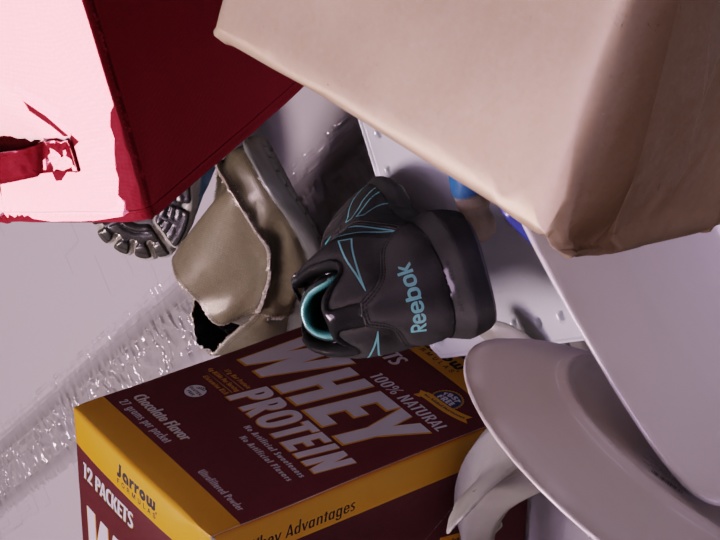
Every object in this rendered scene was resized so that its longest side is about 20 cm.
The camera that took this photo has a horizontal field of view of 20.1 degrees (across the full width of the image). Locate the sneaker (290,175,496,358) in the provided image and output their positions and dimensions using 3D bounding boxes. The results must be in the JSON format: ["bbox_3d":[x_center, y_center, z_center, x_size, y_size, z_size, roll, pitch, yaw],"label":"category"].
[{"bbox_3d":[0.000,0.000,0.975,0.200,0.079,0.076,-168,60,-77],"label":"sneaker"}]

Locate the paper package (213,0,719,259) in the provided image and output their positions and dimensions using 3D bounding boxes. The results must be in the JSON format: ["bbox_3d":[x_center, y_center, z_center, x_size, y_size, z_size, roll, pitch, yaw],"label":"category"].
[{"bbox_3d":[0.061,-0.136,0.703,0.191,0.103,0.200,34,116,37],"label":"paper package"}]

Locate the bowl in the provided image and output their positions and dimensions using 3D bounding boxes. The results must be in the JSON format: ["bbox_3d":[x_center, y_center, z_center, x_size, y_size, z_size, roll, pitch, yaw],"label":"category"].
[{"bbox_3d":[0.162,-0.038,0.740,0.200,0.075,0.200,-43,68,39],"label":"bowl"}]

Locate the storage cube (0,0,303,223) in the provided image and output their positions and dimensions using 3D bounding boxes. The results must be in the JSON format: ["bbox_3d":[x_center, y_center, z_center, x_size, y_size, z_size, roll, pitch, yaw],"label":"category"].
[{"bbox_3d":[-0.151,-0.140,0.993,0.171,0.200,0.180,-1,118,28],"label":"storage cube"}]

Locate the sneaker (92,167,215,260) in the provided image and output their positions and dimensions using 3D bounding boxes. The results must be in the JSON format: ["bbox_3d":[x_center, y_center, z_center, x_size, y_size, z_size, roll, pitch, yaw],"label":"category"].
[{"bbox_3d":[-0.108,-0.111,1.160,0.078,0.090,0.200,17,108,5],"label":"sneaker"}]

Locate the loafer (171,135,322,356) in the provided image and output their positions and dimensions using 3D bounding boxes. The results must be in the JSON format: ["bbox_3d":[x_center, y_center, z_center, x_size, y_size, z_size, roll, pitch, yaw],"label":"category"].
[{"bbox_3d":[-0.065,-0.001,1.121,0.075,0.070,0.200,61,165,25],"label":"loafer"}]

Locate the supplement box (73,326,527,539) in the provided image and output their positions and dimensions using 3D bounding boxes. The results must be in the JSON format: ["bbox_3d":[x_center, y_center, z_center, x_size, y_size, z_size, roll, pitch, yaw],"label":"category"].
[{"bbox_3d":[-0.030,0.153,1.071,0.133,0.197,0.200,35,134,44],"label":"supplement box"}]

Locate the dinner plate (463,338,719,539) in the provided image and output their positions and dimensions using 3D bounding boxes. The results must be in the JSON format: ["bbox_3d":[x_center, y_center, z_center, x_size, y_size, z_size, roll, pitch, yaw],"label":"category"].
[{"bbox_3d":[0.130,0.081,0.802,0.200,0.200,0.024,46,113,36],"label":"dinner plate"}]

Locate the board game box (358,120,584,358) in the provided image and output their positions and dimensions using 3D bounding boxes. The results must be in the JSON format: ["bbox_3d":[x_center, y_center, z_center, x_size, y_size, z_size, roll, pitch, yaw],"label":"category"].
[{"bbox_3d":[0.066,-0.063,0.963,0.200,0.026,0.200,-12,97,60],"label":"board game box"}]

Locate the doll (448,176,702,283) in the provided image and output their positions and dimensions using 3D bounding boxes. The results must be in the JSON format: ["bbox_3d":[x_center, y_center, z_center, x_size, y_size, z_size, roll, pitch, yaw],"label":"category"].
[{"bbox_3d":[0.070,-0.055,0.887,0.200,0.048,0.137,55,152,25],"label":"doll"}]

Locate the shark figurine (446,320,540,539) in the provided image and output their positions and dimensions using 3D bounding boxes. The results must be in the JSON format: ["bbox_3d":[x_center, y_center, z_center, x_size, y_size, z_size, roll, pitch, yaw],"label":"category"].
[{"bbox_3d":[0.067,0.116,0.974,0.128,0.089,0.215,37,135,11],"label":"shark figurine"}]
